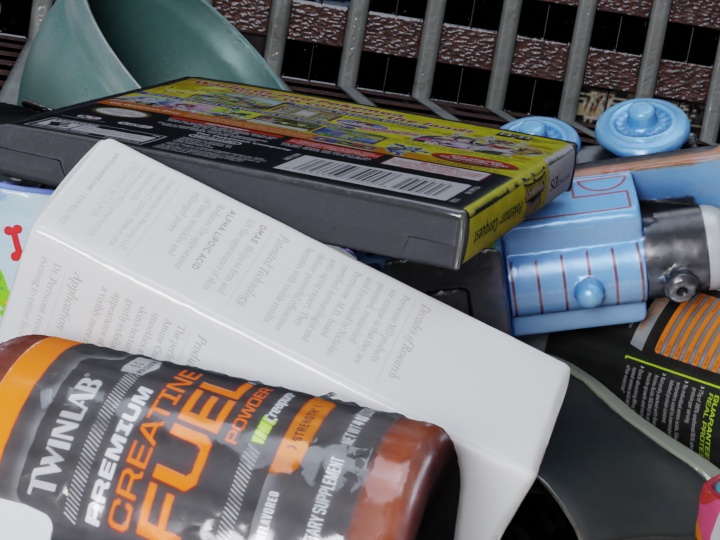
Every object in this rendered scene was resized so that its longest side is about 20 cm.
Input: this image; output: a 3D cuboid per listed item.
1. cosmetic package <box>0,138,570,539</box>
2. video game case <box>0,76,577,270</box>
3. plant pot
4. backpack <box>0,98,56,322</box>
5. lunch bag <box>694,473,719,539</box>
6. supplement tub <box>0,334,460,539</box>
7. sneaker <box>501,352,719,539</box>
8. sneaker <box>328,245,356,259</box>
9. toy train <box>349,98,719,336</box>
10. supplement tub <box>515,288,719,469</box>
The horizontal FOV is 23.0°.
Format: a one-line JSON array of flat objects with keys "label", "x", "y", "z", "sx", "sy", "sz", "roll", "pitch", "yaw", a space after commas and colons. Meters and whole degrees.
[{"label": "cosmetic package", "x": -0.034, "y": 0.044, "z": 0.665, "sx": 0.200, "sy": 0.102, "sz": 0.074, "roll": 26, "pitch": 38, "yaw": 0}, {"label": "video game case", "x": -0.024, "y": -0.048, "z": 0.757, "sx": 0.200, "sy": 0.026, "sz": 0.181, "roll": 12, "pitch": 16, "yaw": 18}, {"label": "plant pot", "x": -0.148, "y": -0.091, "z": 1.168, "sx": 0.200, "sy": 0.134, "sz": 0.200, "roll": 40, "pitch": 23, "yaw": -21}, {"label": "backpack", "x": -0.156, "y": -0.001, "z": 0.836, "sx": 0.183, "sy": 0.147, "sz": 0.200, "roll": 11, "pitch": 8, "yaw": 19}, {"label": "lunch bag", "x": 0.237, "y": 0.134, "z": 0.655, "sx": 0.200, "sy": 0.082, "sz": 0.176, "roll": 6, "pitch": 12, "yaw": -20}, {"label": "supplement tub", "x": -0.074, "y": 0.082, "z": 0.594, "sx": 0.200, "sy": 0.107, "sz": 0.107, "roll": 11, "pitch": 11, "yaw": 12}, {"label": "sneaker", "x": 0.066, "y": 0.082, "z": 0.785, "sx": 0.106, "sy": 0.075, "sz": 0.200, "roll": 4, "pitch": 13, "yaw": -41}, {"label": "sneaker", "x": 0.000, "y": -0.001, "z": 0.953, "sx": 0.200, "sy": 0.070, "sz": 0.100, "roll": 41, "pitch": 34, "yaw": 3}, {"label": "toy train", "x": 0.088, "y": -0.018, "z": 0.851, "sx": 0.200, "sy": 0.087, "sz": 0.114, "roll": -6, "pitch": 40, "yaw": 4}, {"label": "supplement tub", "x": 0.181, "y": 0.059, "z": 0.886, "sx": 0.200, "sy": 0.123, "sz": 0.122, "roll": 20, "pitch": 15, "yaw": 42}]
